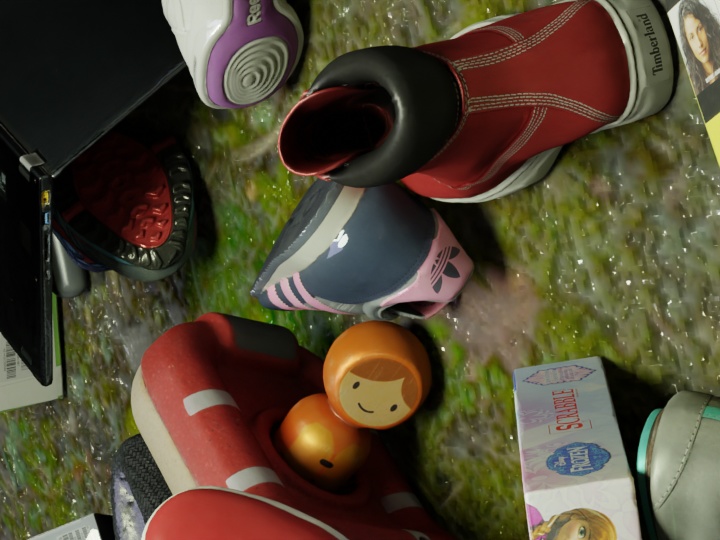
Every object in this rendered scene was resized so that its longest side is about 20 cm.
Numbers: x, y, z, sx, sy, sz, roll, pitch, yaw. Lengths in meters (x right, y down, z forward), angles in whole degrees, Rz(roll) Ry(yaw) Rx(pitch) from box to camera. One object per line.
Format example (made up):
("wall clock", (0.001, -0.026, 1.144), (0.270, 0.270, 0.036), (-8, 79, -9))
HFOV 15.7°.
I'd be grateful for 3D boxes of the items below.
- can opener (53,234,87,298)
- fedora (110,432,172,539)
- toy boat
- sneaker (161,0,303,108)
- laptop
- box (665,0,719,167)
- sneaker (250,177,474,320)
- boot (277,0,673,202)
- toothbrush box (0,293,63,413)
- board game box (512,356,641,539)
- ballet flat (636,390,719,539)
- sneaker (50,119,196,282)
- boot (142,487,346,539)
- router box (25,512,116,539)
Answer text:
("can opener", (-0.213, -0.076, 1.655), (0.066, 0.053, 0.200), (11, 112, 63))
("fedora", (-0.079, 0.147, 1.428), (0.201, 0.091, 0.201), (40, 137, 52))
("toy boat", (-0.013, 0.080, 1.252), (0.131, 0.130, 0.200), (-53, 48, 23))
("sneaker", (-0.068, -0.172, 1.260), (0.100, 0.075, 0.200), (58, 150, 33))
("laptop", (-0.160, -0.074, 1.452), (0.187, 0.116, 0.200), (44, 138, 51))
("box", (0.163, -0.020, 0.866), (0.075, 0.050, 0.200), (-36, 70, 63))
("sneaker", (0.000, 0.000, 1.219), (0.070, 0.082, 0.200), (-60, 4, -6))
("boot", (0.017, -0.060, 1.052), (0.200, 0.144, 0.073), (-24, 82, 67))
("toothbrush box", (-0.281, -0.008, 1.798), (0.200, 0.086, 0.146), (41, 138, 51))
("board game box", (0.094, 0.152, 1.015), (0.200, 0.041, 0.200), (-78, -21, -80))
("ballet flat", (0.142, 0.124, 0.965), (0.200, 0.064, 0.067), (77, -153, -44))
("sneaker", (-0.141, -0.038, 1.519), (0.200, 0.079, 0.096), (43, 161, 51))
("boot", (-0.012, 0.140, 1.083), (0.200, 0.072, 0.144), (31, 166, 17))
("router box", (-0.115, 0.243, 1.507), (0.200, 0.052, 0.157), (71, -166, 14))
